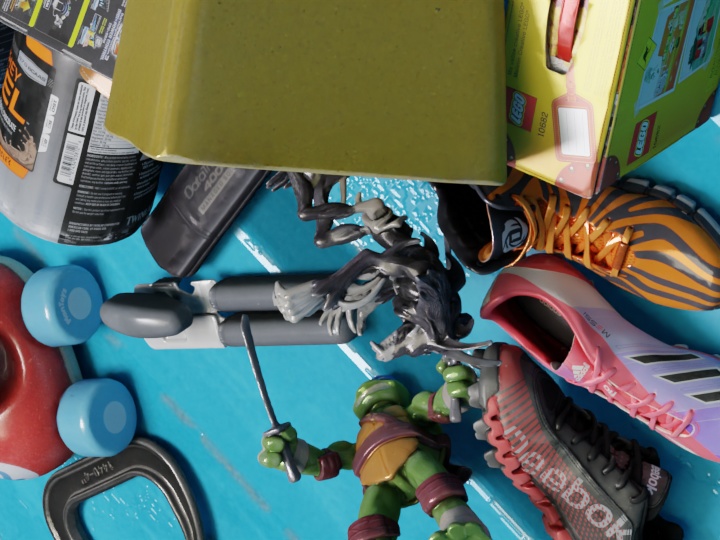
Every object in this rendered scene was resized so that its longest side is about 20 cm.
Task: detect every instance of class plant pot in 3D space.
[{"bbox_3d":[-0.028,-0.161,1.194,0.196,0.194,0.200,-153,67,-73],"label":"plant pot"}]

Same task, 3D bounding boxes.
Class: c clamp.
[{"bbox_3d":[-0.180,0.221,1.686,0.200,0.027,0.171,-35,82,42],"label":"c clamp"}]

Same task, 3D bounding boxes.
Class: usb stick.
[{"bbox_3d":[-0.094,-0.069,1.486,0.055,0.033,0.200,52,131,15],"label":"usb stick"}]

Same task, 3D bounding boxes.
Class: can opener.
[{"bbox_3d":[-0.091,0.035,1.512,0.200,0.066,0.053,-3,111,32],"label":"can opener"}]

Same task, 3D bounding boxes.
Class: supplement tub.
[{"bbox_3d":[-0.183,-0.127,1.466,0.122,0.123,0.200,33,125,21],"label":"supplement tub"}]

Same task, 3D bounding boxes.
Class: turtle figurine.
[{"bbox_3d":[0.007,0.110,1.380,0.194,0.144,0.200,-108,15,-47],"label":"turtle figurine"}]

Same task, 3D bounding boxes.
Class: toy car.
[{"bbox_3d":[-0.310,0.098,1.608,0.184,0.200,0.177,-5,107,38],"label":"toy car"}]

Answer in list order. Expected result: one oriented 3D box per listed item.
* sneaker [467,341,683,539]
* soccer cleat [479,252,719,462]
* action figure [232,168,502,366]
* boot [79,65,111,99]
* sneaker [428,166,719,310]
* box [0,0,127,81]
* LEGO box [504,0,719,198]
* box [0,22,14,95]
[{"bbox_3d":[0.142,0.122,1.357,0.098,0.071,0.200,-19,113,28],"label":"sneaker"},{"bbox_3d":[0.163,0.063,1.320,0.200,0.076,0.067,38,128,13],"label":"soccer cleat"},{"bbox_3d":[0.000,0.000,1.322,0.102,0.119,0.200,-39,64,4],"label":"action figure"},{"bbox_3d":[-0.067,-0.131,1.364,0.200,0.074,0.155,38,106,-2],"label":"boot"},{"bbox_3d":[0.124,-0.019,1.293,0.200,0.112,0.078,28,124,24],"label":"sneaker"},{"bbox_3d":[-0.149,-0.227,1.317,0.160,0.044,0.200,28,102,32],"label":"box"},{"bbox_3d":[0.151,-0.162,1.186,0.077,0.149,0.200,25,123,26],"label":"LEGO box"},{"bbox_3d":[-0.298,-0.230,1.515,0.148,0.107,0.200,42,129,15],"label":"box"}]
